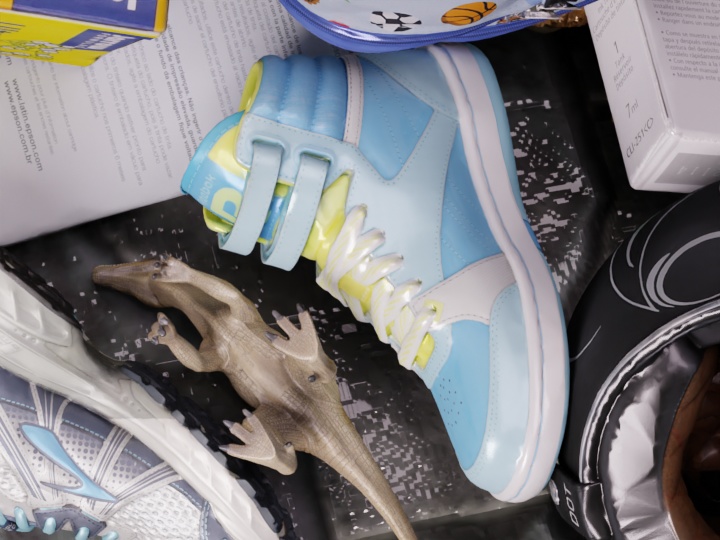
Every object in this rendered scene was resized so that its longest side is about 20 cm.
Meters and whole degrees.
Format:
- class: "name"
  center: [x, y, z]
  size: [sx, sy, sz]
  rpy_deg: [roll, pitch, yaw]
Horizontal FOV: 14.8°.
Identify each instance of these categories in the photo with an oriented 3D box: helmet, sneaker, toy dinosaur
- class: "helmet"
  center: [0.174, 0.049, 1.066]
  size: [0.200, 0.200, 0.191]
  rpy_deg: [37, 22, 2]
- class: "sneaker"
  center: [0.000, 0.000, 1.059]
  size: [0.130, 0.080, 0.201]
  rpy_deg: [1, 54, -22]
- class: "toy dinosaur"
  center: [-0.025, 0.049, 1.067]
  size: [0.058, 0.101, 0.200]
  rpy_deg: [-45, 78, 1]
- class: "sneaker"
  center: [-0.109, 0.071, 1.062]
  size: [0.200, 0.078, 0.086]
  rpy_deg: [40, 92, -3]

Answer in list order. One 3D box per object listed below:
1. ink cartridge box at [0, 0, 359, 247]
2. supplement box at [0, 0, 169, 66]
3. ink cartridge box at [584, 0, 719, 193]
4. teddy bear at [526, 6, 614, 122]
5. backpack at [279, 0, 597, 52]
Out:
- class: "ink cartridge box"
  center: [-0.090, -0.127, 1.121]
  size: [0.199, 0.043, 0.198]
  rpy_deg: [-17, 93, -21]
- class: "supplement box"
  center: [-0.126, -0.186, 1.030]
  size: [0.109, 0.109, 0.201]
  rpy_deg: [7, 85, -19]
- class: "ink cartridge box"
  center: [0.189, -0.113, 1.160]
  size: [0.199, 0.045, 0.177]
  rpy_deg: [3, 59, -23]
- class: "teddy bear"
  center: [0.135, -0.121, 1.200]
  size: [0.199, 0.067, 0.146]
  rpy_deg: [-10, 81, -24]
- class: "backpack"
  center: [0.034, -0.176, 1.056]
  size: [0.189, 0.154, 0.201]
  rpy_deg: [-18, 63, -12]
